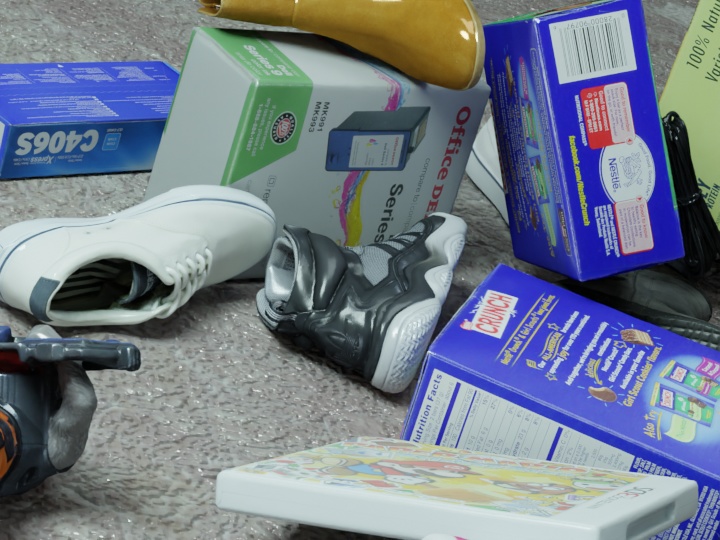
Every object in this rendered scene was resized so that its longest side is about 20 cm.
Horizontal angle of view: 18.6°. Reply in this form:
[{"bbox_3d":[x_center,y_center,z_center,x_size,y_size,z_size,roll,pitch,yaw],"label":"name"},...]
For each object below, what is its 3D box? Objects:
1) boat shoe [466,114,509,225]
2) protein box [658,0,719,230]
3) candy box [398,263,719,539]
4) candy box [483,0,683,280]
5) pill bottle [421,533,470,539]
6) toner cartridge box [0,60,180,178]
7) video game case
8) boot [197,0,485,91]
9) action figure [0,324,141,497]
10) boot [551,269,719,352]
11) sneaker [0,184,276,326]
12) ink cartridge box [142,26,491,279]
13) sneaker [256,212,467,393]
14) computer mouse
[{"bbox_3d":[0.143,-0.064,1.663,0.073,0.066,0.200,2,29,-35],"label":"boat shoe"},{"bbox_3d":[0.324,-0.097,1.670,0.199,0.199,0.135,22,7,8],"label":"protein box"},{"bbox_3d":[0.142,0.086,1.316,0.200,0.077,0.169,24,25,10],"label":"candy box"},{"bbox_3d":[0.141,-0.089,1.454,0.077,0.170,0.200,-11,7,-8],"label":"candy box"},{"bbox_3d":[0.112,0.196,1.002,0.199,0.114,0.113,14,23,-8],"label":"pill bottle"},{"bbox_3d":[-0.193,-0.108,1.543,0.200,0.043,0.095,-6,34,-44],"label":"toner cartridge box"},{"bbox_3d":[0.054,0.115,1.129,0.199,0.023,0.182,5,4,23],"label":"video game case"},{"bbox_3d":[-0.023,-0.166,1.410,0.144,0.071,0.201,-4,29,-30],"label":"boot"},{"bbox_3d":[-0.216,0.083,1.083,0.199,0.105,0.193,0,7,25],"label":"action figure"},{"bbox_3d":[0.217,0.041,1.481,0.200,0.070,0.132,26,22,18],"label":"boot"},{"bbox_3d":[-0.127,0.001,1.328,0.200,0.073,0.071,-14,40,-35],"label":"sneaker"},{"bbox_3d":[-0.028,-0.077,1.466,0.200,0.146,0.087,-2,31,-40],"label":"ink cartridge box"},{"bbox_3d":[0.000,0.000,1.401,0.114,0.076,0.200,22,26,1],"label":"sneaker"},{"bbox_3d":[0.208,-0.071,1.579,0.046,0.141,0.200,-24,21,-13],"label":"computer mouse"}]
